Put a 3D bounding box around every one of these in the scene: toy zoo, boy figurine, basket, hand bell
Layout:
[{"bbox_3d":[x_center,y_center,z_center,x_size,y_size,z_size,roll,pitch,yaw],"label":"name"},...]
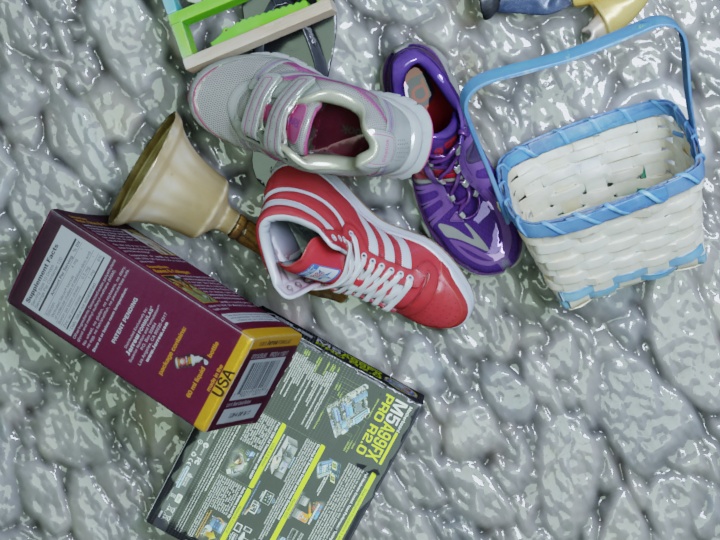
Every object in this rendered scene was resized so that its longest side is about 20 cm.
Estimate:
[{"bbox_3d":[-0.109,-0.274,1.436,0.130,0.020,0.202,-20,82,12],"label":"toy zoo"},{"bbox_3d":[0.188,-0.241,1.429,0.198,0.064,0.126,-6,94,6],"label":"boy figurine"},{"bbox_3d":[0.178,-0.084,1.398,0.175,0.140,0.201,-16,126,2],"label":"basket"},{"bbox_3d":[-0.093,-0.033,1.467,0.199,0.104,0.105,31,97,-14],"label":"hand bell"}]

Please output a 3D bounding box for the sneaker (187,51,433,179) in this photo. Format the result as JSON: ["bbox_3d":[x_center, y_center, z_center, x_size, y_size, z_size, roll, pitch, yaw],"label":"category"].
[{"bbox_3d":[-0.047,-0.120,1.389,0.198,0.088,0.082,12,99,19],"label":"sneaker"}]

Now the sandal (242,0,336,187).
[{"bbox_3d":[-0.055,-0.163,1.458,0.075,0.043,0.202,-3,97,3],"label":"sandal"}]

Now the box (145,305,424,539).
[{"bbox_3d":[-0.062,0.155,1.496,0.159,0.044,0.201,28,97,-1],"label":"box"}]

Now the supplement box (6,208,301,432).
[{"bbox_3d":[-0.162,0.038,1.427,0.199,0.110,0.086,31,98,16],"label":"supplement box"}]

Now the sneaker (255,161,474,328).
[{"bbox_3d":[0.000,0.000,1.428,0.199,0.113,0.071,36,119,-9],"label":"sneaker"}]

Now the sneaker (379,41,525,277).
[{"bbox_3d":[0.067,-0.084,1.442,0.080,0.083,0.201,-27,96,6],"label":"sneaker"}]
